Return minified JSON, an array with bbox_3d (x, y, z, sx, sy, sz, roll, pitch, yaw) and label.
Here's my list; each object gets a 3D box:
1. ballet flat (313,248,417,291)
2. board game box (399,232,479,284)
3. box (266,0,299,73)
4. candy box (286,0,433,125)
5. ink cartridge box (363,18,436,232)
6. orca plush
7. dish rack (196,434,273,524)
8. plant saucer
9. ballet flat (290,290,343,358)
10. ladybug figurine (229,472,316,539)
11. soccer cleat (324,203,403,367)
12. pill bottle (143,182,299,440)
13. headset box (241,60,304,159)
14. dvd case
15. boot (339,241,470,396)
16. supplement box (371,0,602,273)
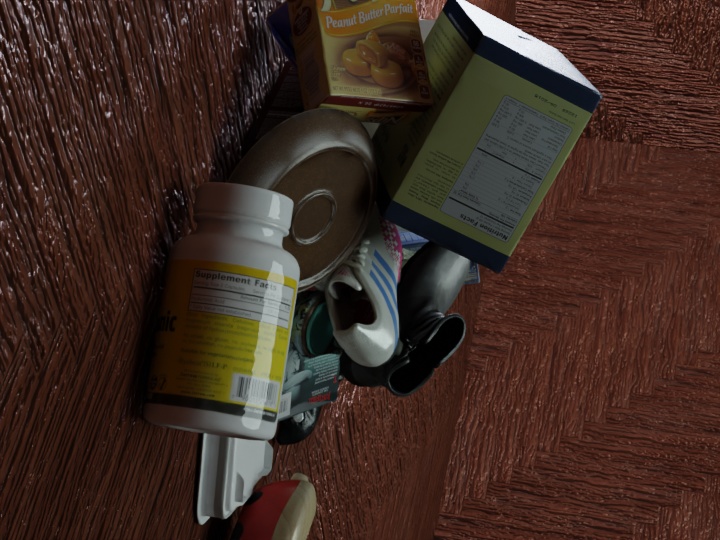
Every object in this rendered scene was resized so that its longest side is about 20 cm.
[{"bbox_3d":[0.029,0.002,1.780,0.200,0.072,0.072,4,94,-41],"label":"ballet flat"},{"bbox_3d":[0.019,-0.027,1.939,0.200,0.199,0.062,-116,-165,-67],"label":"board game box"},{"bbox_3d":[-0.017,-0.232,1.653,0.119,0.041,0.200,51,27,-3],"label":"box"},{"bbox_3d":[-0.006,-0.241,1.571,0.055,0.115,0.200,-34,-120,54],"label":"candy box"},{"bbox_3d":[0.048,-0.165,1.856,0.147,0.146,0.200,101,-11,-48],"label":"ink cartridge box"},{"bbox_3d":[-0.045,0.113,1.915,0.105,0.071,0.200,87,13,-45],"label":"orca plush"},{"bbox_3d":[-0.114,0.139,1.616,0.172,0.043,0.200,-43,140,-77],"label":"dish rack"},{"bbox_3d":[-0.052,-0.054,1.537,0.200,0.032,0.200,-28,136,-31],"label":"plant saucer"},{"bbox_3d":[-0.049,0.053,1.706,0.200,0.074,0.074,29,69,-72],"label":"ballet flat"},{"bbox_3d":[-0.102,0.295,1.651,0.136,0.072,0.200,106,4,-73],"label":"ladybug figurine"},{"bbox_3d":[0.000,0.000,1.643,0.086,0.070,0.200,40,34,-45],"label":"soccer cleat"},{"bbox_3d":[-0.109,0.034,1.356,0.111,0.111,0.200,51,47,-77],"label":"pill bottle"},{"bbox_3d":[-0.057,-0.108,1.666,0.200,0.075,0.149,-71,165,-52],"label":"headset box"},{"bbox_3d":[-0.062,0.057,1.788,0.146,0.022,0.200,-15,112,-58],"label":"dvd case"},{"bbox_3d":[0.074,0.049,1.695,0.200,0.070,0.132,-55,-158,-15],"label":"boot"},{"bbox_3d":[0.113,-0.139,1.635,0.200,0.134,0.200,-61,-165,15],"label":"supplement box"}]
